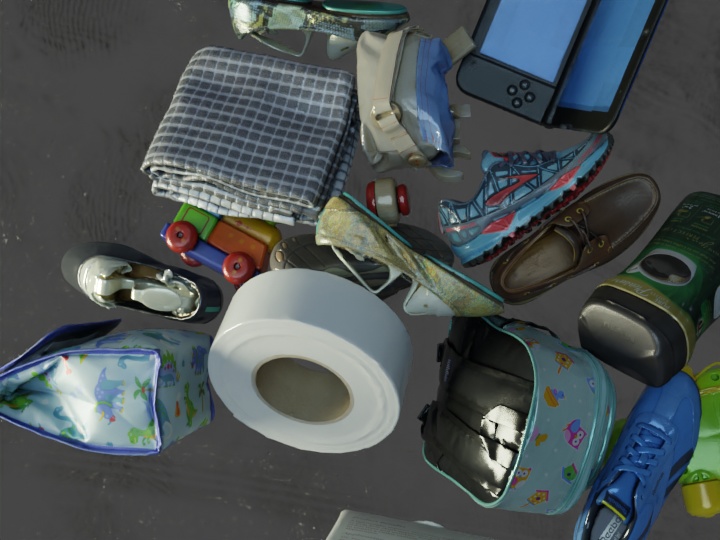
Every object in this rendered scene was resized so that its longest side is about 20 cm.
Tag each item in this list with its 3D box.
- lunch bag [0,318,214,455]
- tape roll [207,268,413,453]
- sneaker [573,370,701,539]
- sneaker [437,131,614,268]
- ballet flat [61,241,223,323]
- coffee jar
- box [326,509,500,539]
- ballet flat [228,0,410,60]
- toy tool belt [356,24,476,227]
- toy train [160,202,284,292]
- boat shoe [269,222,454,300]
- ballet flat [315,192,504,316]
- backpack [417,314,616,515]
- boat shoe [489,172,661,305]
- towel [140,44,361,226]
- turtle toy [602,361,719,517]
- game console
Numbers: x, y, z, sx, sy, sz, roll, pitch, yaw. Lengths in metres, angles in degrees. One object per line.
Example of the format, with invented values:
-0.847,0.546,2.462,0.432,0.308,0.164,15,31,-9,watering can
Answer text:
-0.270,0.117,0.986,0.197,0.170,0.129,-1,90,11,lunch bag
-0.050,0.095,0.943,0.200,0.071,0.204,9,136,9,tape roll
0.253,0.183,0.853,0.065,0.078,0.202,26,90,24,sneaker
0.164,-0.093,0.963,0.199,0.079,0.096,-36,83,7,sneaker
-0.248,0.014,1.032,0.197,0.073,0.074,15,92,9,ballet flat
0.297,0.017,0.889,0.199,0.086,0.104,-39,45,-24,coffee jar
0.051,0.370,0.954,0.196,0.131,0.203,9,92,9,box
-0.045,-0.261,1.010,0.197,0.074,0.075,12,92,11,ballet flat
0.063,-0.148,0.952,0.121,0.125,0.203,-6,76,10,toy tool belt
-0.103,-0.030,1.010,0.198,0.085,0.117,28,81,8,toy train
0.000,0.000,0.980,0.197,0.075,0.074,-4,131,-17,boat shoe
0.043,0.003,0.907,0.199,0.071,0.071,34,95,-1,ballet flat
0.156,0.140,0.903,0.151,0.200,0.178,16,93,-12,backpack
0.220,-0.029,0.958,0.199,0.068,0.072,-34,85,7,boat shoe
-0.104,-0.138,0.966,0.197,0.086,0.167,12,61,9,towel
0.333,0.164,0.923,0.197,0.101,0.148,-12,74,11,turtle toy
0.203,-0.252,0.936,0.169,0.118,0.202,23,93,8,game console
